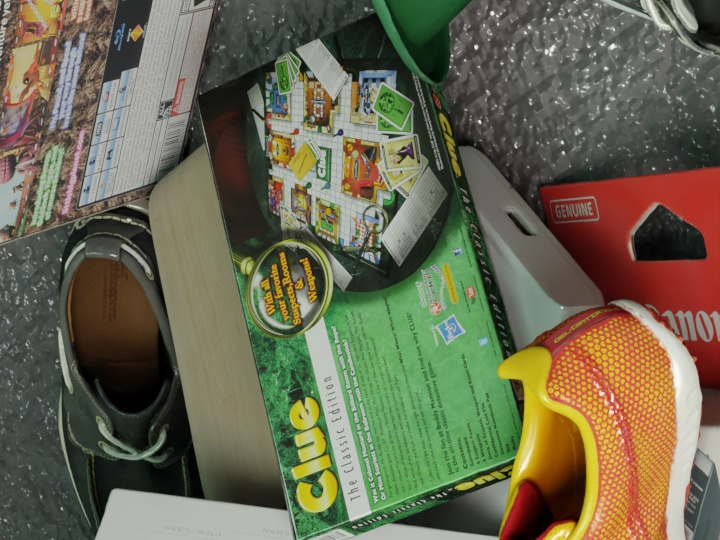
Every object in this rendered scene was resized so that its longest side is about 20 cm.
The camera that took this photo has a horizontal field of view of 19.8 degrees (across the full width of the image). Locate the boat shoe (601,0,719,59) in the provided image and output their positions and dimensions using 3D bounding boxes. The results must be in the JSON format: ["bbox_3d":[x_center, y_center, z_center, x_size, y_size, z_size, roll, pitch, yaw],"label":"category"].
[{"bbox_3d":[0.134,-0.115,0.756,0.199,0.071,0.073,21,118,38],"label":"boat shoe"}]

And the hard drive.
[{"bbox_3d":[0.048,0.067,0.875,0.132,0.026,0.202,-124,36,-53],"label":"hard drive"}]

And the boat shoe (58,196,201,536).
[{"bbox_3d":[-0.117,0.068,1.018,0.071,0.068,0.202,-4,111,-3],"label":"boat shoe"}]

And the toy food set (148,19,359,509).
[{"bbox_3d":[-0.019,0.009,0.912,0.143,0.060,0.202,-34,60,40],"label":"toy food set"}]

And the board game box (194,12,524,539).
[{"bbox_3d":[0.000,0.000,0.828,0.104,0.023,0.202,-21,67,17],"label":"board game box"}]

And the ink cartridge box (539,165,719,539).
[{"bbox_3d":[0.118,0.053,0.791,0.200,0.044,0.178,-3,104,69],"label":"ink cartridge box"}]

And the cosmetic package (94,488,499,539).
[{"bbox_3d":[-0.026,0.171,0.800,0.198,0.152,0.052,5,142,20],"label":"cosmetic package"}]

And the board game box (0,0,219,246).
[{"bbox_3d":[-0.166,-0.105,0.929,0.097,0.199,0.161,33,122,27],"label":"board game box"}]

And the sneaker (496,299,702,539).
[{"bbox_3d":[0.084,0.106,0.749,0.073,0.077,0.202,29,136,59],"label":"sneaker"}]

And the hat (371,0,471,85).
[{"bbox_3d":[0.080,-0.183,0.770,0.175,0.167,0.201,-14,135,13],"label":"hat"}]
